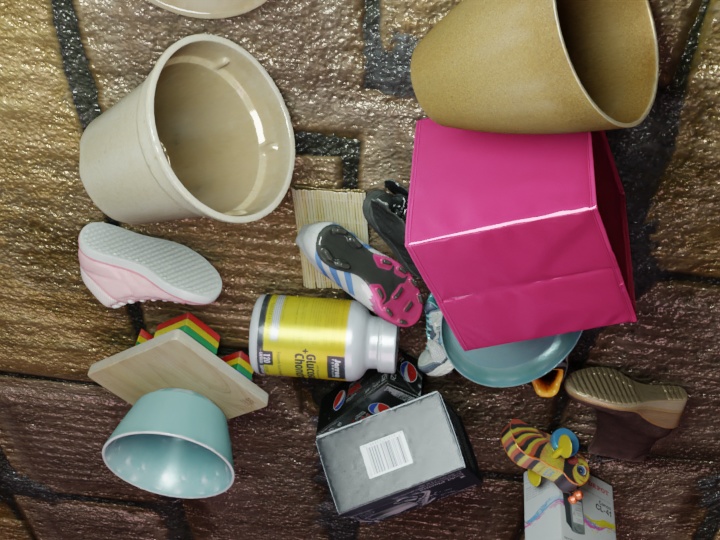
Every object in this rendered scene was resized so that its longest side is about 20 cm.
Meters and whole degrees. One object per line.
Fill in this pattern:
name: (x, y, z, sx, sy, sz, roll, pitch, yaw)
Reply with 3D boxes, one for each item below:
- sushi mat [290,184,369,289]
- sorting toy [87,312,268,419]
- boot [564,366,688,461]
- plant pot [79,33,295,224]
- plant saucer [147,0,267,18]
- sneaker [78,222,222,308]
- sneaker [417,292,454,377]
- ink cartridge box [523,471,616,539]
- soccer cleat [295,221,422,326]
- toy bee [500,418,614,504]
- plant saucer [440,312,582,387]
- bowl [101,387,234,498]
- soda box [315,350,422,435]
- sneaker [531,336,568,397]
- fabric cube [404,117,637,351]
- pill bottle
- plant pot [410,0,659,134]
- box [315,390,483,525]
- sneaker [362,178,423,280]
sushi mat: (-0.036, -0.037, 1.321, 0.095, 0.012, 0.201, 3, 141, 5)
sorting toy: (-0.272, 0.155, 1.552, 0.198, 0.070, 0.200, -22, 133, 32)
boot: (0.373, 0.226, 1.514, 0.199, 0.073, 0.167, 10, 134, -12)
plant pot: (-0.205, -0.131, 1.113, 0.183, 0.201, 0.200, -14, 138, 40)
plant saucer: (-0.160, -0.330, 0.970, 0.199, 0.030, 0.201, 5, 141, 4)
sneaker: (-0.288, 0.012, 1.374, 0.199, 0.076, 0.105, 21, 136, -4)
sneaker: (0.119, 0.064, 1.380, 0.086, 0.078, 0.200, 24, 129, -11)
ink cartridge box: (0.348, 0.433, 1.680, 0.147, 0.201, 0.086, 31, 135, -26)
soccer cleat: (0.000, 0.000, 1.301, 0.200, 0.070, 0.086, 41, 165, -31)
toy bee: (0.320, 0.306, 1.605, 0.199, 0.109, 0.131, 4, 139, 5)
plant saucer: (0.194, 0.056, 1.299, 0.199, 0.027, 0.201, -6, 115, -12)
bowl: (-0.279, 0.251, 1.532, 0.199, 0.105, 0.201, 4, 141, 4)
soda box: (0.012, 0.196, 1.550, 0.063, 0.071, 0.200, 28, 137, -22)
sneaker: (0.249, 0.095, 1.383, 0.078, 0.078, 0.200, -6, 138, 20)
fabric cube: (0.180, -0.057, 1.115, 0.198, 0.197, 0.200, -12, 136, 20)
pill bottle: (-0.048, 0.094, 1.405, 0.199, 0.112, 0.112, 4, 141, 5)
plant pot: (0.151, -0.206, 0.970, 0.199, 0.187, 0.186, -11, 139, 41)
box: (0.063, 0.287, 1.529, 0.199, 0.125, 0.197, -22, 159, 7)
sneaker: (0.071, -0.042, 1.226, 0.200, 0.060, 0.104, 43, 167, -31)
